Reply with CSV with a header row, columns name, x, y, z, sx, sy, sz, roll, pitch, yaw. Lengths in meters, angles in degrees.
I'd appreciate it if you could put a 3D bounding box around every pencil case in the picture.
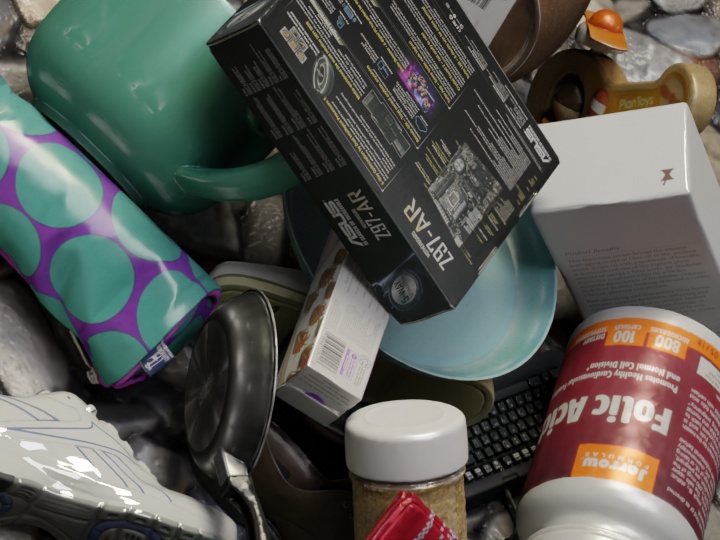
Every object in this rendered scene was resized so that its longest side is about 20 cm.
name,x,y,z,sx,sy,sz,roll,pitch,yaw
pencil case,-0.177,-0.021,1.415,0.200,0.085,0.092,45,87,-2

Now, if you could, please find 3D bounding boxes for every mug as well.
name,x,y,z,sx,sy,sz,roll,pitch,yaw
mug,-0.118,-0.103,1.440,0.114,0.185,0.152,-46,110,-8

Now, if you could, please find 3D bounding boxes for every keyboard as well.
name,x,y,z,sx,sy,sz,roll,pitch,yaw
keyboard,0.088,0.125,1.546,0.200,0.021,0.127,-18,74,-38

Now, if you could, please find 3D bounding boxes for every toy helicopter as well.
name,x,y,z,sx,sy,sz,roll,pitch,yaw
toy helicopter,0.170,-0.116,1.619,0.079,0.200,0.133,10,84,-28

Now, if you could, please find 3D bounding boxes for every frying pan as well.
name,x,y,z,sx,sy,sz,roll,pitch,yaw
frying pan,-0.075,0.102,1.372,0.031,0.115,0.190,9,73,-21

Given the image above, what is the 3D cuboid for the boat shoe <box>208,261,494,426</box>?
name,x,y,z,sx,sy,sz,roll,pitch,yaw
boat shoe,-0.010,0.035,1.507,0.200,0.075,0.068,23,42,-23

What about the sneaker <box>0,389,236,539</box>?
name,x,y,z,sx,sy,sz,roll,pitch,yaw
sneaker,-0.155,0.111,1.364,0.200,0.075,0.087,25,47,-20

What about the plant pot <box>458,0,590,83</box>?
name,x,y,z,sx,sy,sz,roll,pitch,yaw
plant pot,0.067,-0.189,1.556,0.187,0.187,0.200,36,19,-10

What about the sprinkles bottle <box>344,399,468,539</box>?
name,x,y,z,sx,sy,sz,roll,pitch,yaw
sprinkles bottle,0.029,0.176,1.380,0.068,0.068,0.200,-15,109,-38

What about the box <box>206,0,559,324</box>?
name,x,y,z,sx,sy,sz,roll,pitch,yaw
box,0.019,-0.094,1.403,0.200,0.043,0.160,55,43,-17

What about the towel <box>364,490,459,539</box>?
name,x,y,z,sx,sy,sz,roll,pitch,yaw
towel,0.039,0.229,1.342,0.145,0.022,0.200,-52,125,-13

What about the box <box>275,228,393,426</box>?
name,x,y,z,sx,sy,sz,roll,pitch,yaw
box,0.000,0.000,1.418,0.041,0.039,0.200,34,47,-18

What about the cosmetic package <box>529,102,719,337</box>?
name,x,y,z,sx,sy,sz,roll,pitch,yaw
cosmetic package,0.183,-0.016,1.569,0.200,0.101,0.071,59,29,-52

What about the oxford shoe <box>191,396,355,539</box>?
name,x,y,z,sx,sy,sz,roll,pitch,yaw
oxford shoe,-0.006,0.148,1.430,0.200,0.084,0.073,42,47,-7

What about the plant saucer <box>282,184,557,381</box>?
name,x,y,z,sx,sy,sz,roll,pitch,yaw
plant saucer,0.032,-0.018,1.501,0.200,0.027,0.200,20,52,-27

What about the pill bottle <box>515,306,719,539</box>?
name,x,y,z,sx,sy,sz,roll,pitch,yaw
pill bottle,0.159,0.130,1.502,0.114,0.114,0.200,32,50,-14
